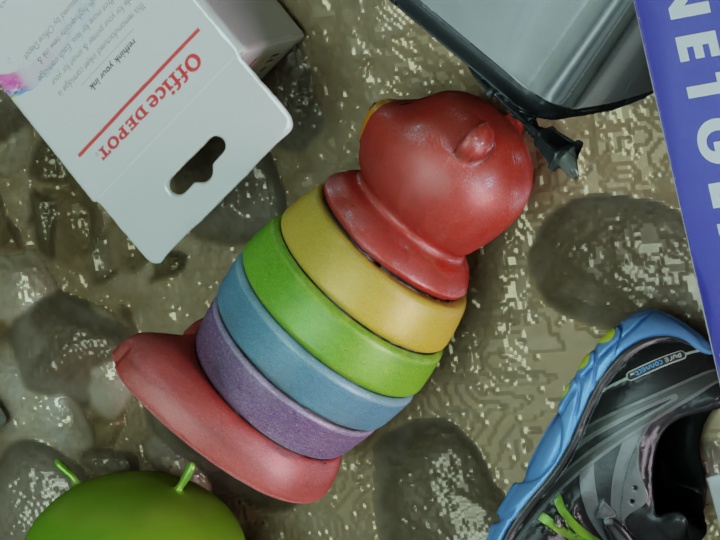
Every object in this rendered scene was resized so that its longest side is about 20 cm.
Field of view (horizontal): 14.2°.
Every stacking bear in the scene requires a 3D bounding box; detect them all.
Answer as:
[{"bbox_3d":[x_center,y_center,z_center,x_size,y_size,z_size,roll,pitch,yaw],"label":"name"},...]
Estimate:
[{"bbox_3d":[0.000,0.000,1.340,0.114,0.121,0.200,44,110,13],"label":"stacking bear"}]

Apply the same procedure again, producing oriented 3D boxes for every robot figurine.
[{"bbox_3d":[-0.108,0.190,1.429,0.175,0.116,0.201,0,102,21],"label":"robot figurine"}]

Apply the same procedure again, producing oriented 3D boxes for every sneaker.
[{"bbox_3d":[0.112,0.116,1.327,0.083,0.071,0.200,33,112,23],"label":"sneaker"}]

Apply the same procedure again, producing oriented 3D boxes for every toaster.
[{"bbox_3d":[0.077,-0.154,1.219,0.200,0.181,0.119,41,115,13],"label":"toaster"}]

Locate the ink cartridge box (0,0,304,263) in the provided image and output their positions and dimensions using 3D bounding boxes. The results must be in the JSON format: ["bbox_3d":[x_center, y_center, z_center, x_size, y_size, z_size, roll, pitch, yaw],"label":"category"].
[{"bbox_3d":[-0.112,-0.116,1.386,0.117,0.067,0.200,-43,81,27],"label":"ink cartridge box"}]

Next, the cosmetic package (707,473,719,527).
[{"bbox_3d":[0.262,0.133,1.243,0.200,0.052,0.151,-22,73,30],"label":"cosmetic package"}]

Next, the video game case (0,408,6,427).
[{"bbox_3d":[-0.305,0.056,1.550,0.200,0.024,0.182,-36,84,29],"label":"video game case"}]

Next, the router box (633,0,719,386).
[{"bbox_3d":[0.177,-0.063,1.125,0.049,0.179,0.201,-8,99,33],"label":"router box"}]
